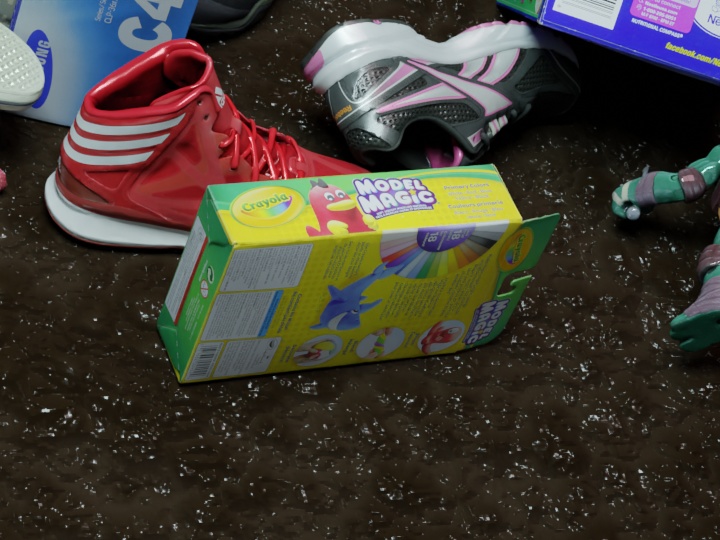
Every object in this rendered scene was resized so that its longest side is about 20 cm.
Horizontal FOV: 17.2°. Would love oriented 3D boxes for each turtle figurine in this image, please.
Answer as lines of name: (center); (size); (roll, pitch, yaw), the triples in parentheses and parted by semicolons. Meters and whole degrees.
turtle figurine: (0.229, -0.035, 1.438); (0.149, 0.101, 0.200); (13, 52, -12)

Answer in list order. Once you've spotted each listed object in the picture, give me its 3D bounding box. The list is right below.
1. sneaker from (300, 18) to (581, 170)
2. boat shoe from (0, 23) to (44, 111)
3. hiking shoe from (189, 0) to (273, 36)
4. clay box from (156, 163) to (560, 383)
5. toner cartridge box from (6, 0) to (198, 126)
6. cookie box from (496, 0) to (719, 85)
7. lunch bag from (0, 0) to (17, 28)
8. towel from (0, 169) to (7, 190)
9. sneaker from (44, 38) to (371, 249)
sneaker: (0.054, -0.094, 1.430); (0.200, 0.080, 0.086); (-5, 68, -37)
boat shoe: (-0.271, -0.114, 1.290); (0.200, 0.062, 0.075); (7, 47, -21)
hiking shoe: (-0.058, -0.220, 1.477); (0.076, 0.101, 0.200); (37, 46, 13)
clay box: (0.000, 0.000, 1.292); (0.200, 0.115, 0.048); (-6, 52, -28)
toner cartridge box: (-0.137, -0.161, 1.319); (0.095, 0.200, 0.043); (13, 47, -11)
cookie box: (0.182, -0.167, 1.479); (0.171, 0.075, 0.200); (17, 7, -7)
lunch bag: (-0.216, -0.246, 1.389); (0.200, 0.164, 0.118); (42, 42, 18)
towel: (-0.308, -0.058, 1.280); (0.144, 0.023, 0.200); (45, 48, 18)
sneaker: (-0.066, -0.063, 1.320); (0.200, 0.116, 0.078); (-1, 50, -23)
